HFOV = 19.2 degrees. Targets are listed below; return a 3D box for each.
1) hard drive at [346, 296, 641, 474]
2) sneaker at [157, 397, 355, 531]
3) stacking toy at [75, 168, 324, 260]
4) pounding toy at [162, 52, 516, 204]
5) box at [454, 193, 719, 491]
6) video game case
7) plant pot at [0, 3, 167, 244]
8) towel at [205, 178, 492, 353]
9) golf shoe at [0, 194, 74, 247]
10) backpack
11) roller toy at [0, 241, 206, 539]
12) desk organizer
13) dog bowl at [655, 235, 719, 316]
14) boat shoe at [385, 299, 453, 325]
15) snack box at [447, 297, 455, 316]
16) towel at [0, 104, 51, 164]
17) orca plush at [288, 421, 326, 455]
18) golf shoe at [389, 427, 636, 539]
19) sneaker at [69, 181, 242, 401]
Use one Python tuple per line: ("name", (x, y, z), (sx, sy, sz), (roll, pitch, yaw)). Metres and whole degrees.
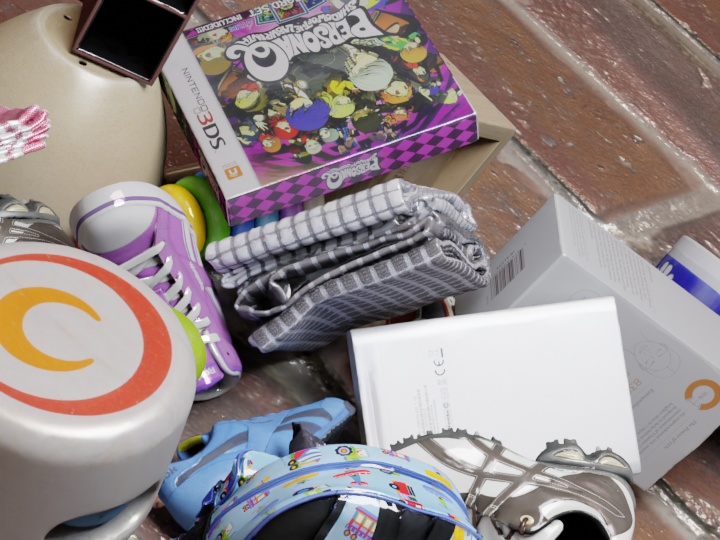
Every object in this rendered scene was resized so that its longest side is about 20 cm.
("hard drive", (0.097, 0.096, 1.548), (0.200, 0.027, 0.132), (-7, 85, -11))
("sneaker", (-0.072, 0.121, 1.471), (0.078, 0.066, 0.200), (36, 31, 13))
("stacking toy", (-0.126, -0.040, 1.588), (0.200, 0.085, 0.085), (-18, 56, -37))
("pounding toy", (-0.018, -0.095, 1.735), (0.142, 0.200, 0.184), (48, 20, 23))
("box", (0.188, 0.057, 1.661), (0.200, 0.124, 0.098), (36, 25, -19))
("video game case", (-0.038, -0.135, 1.596), (0.200, 0.036, 0.181), (-19, 52, -11))
("plant pot", (-0.225, -0.121, 1.605), (0.200, 0.135, 0.200), (23, 32, -15))
("towel", (0.000, 0.000, 1.557), (0.200, 0.165, 0.086), (10, 61, -75))
("golf shoe", (-0.263, 0.000, 1.437), (0.094, 0.078, 0.200), (42, 33, 27))
("backpack", (-0.017, 0.181, 1.304), (0.182, 0.200, 0.135), (20, 35, -19))
("roller toy", (-0.206, 0.087, 1.327), (0.200, 0.140, 0.183), (17, 39, -9))
("desk organizer", (-0.135, -0.237, 1.526), (0.072, 0.200, 0.077), (24, 34, -15))
("dog bowl", (0.326, 0.063, 1.817), (0.200, 0.079, 0.200), (41, 4, -3))
("boat shoe", (0.032, 0.076, 1.628), (0.062, 0.071, 0.200), (19, 38, -17))
("snack box", (0.108, 0.094, 1.695), (0.116, 0.037, 0.200), (17, 35, -28))
("towel", (-0.324, -0.080, 1.438), (0.200, 0.030, 0.146), (-22, 23, -29))
("orca plush", (0.005, 0.195, 1.420), (0.105, 0.071, 0.200), (18, -28, 54))
("golf shoe", (0.093, 0.164, 1.467), (0.200, 0.078, 0.095), (-1, 38, -2))
("sneaker", (-0.130, 0.022, 1.475), (0.114, 0.073, 0.201), (65, 6, 33))
